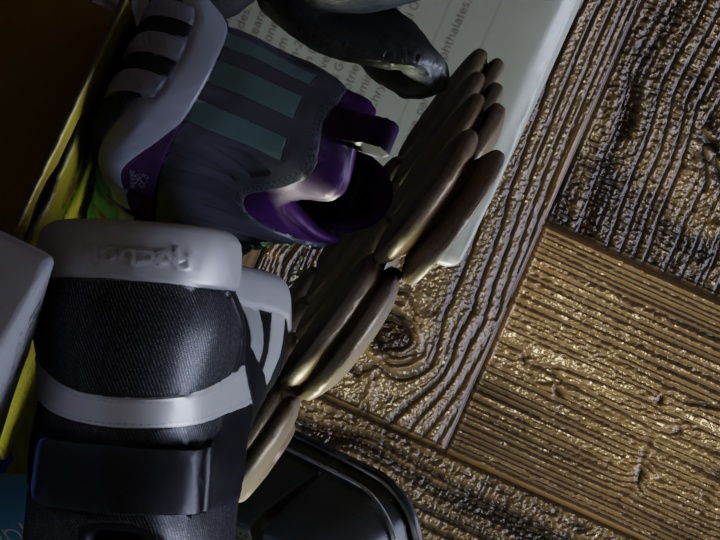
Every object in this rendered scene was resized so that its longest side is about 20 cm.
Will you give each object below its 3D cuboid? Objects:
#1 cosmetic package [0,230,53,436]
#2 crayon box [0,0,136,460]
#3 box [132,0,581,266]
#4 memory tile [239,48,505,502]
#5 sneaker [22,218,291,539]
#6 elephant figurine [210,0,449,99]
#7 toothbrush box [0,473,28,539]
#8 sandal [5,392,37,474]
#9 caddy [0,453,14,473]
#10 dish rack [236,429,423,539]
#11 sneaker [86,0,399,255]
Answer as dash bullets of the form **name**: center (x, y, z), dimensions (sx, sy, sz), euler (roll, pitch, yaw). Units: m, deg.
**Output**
- **cosmetic package**: center (-0.149, 0.078, 0.700), dimensions (0.102, 0.071, 0.200), euler (112, 1, -45)
- **crayon box**: center (-0.114, -0.017, 0.918), dimensions (0.200, 0.051, 0.127), euler (111, 2, -79)
- **box**: center (0.014, -0.143, 1.261), dimensions (0.199, 0.171, 0.201), euler (-63, 177, -70)
- **memory tile**: center (0.000, 0.000, 0.978), dimensions (0.154, 0.017, 0.200), euler (-53, -175, 13)
- **sneaker**: center (-0.063, 0.050, 0.834), dimensions (0.200, 0.073, 0.113), euler (58, 37, -83)
- **elephant figurine**: center (-0.004, -0.131, 1.031), dimensions (0.141, 0.156, 0.200), euler (-32, 165, 2)
- **toothbrush box**: center (-0.086, 0.144, 0.812), dimensions (0.200, 0.146, 0.086), euler (49, -56, 45)
- **sandal**: center (-0.084, 0.094, 1.057), dimensions (0.201, 0.087, 0.080), euler (111, -33, -42)
- **caddy**: center (-0.138, 0.119, 1.250), dimensions (0.141, 0.105, 0.201), euler (-39, 148, -49)
- **dish rack**: center (-0.034, 0.153, 1.149), dimensions (0.054, 0.153, 0.201), euler (-30, 124, -31)
- **sneaker**: center (-0.037, -0.021, 0.918), dimensions (0.200, 0.087, 0.075), euler (108, 5, -77)
